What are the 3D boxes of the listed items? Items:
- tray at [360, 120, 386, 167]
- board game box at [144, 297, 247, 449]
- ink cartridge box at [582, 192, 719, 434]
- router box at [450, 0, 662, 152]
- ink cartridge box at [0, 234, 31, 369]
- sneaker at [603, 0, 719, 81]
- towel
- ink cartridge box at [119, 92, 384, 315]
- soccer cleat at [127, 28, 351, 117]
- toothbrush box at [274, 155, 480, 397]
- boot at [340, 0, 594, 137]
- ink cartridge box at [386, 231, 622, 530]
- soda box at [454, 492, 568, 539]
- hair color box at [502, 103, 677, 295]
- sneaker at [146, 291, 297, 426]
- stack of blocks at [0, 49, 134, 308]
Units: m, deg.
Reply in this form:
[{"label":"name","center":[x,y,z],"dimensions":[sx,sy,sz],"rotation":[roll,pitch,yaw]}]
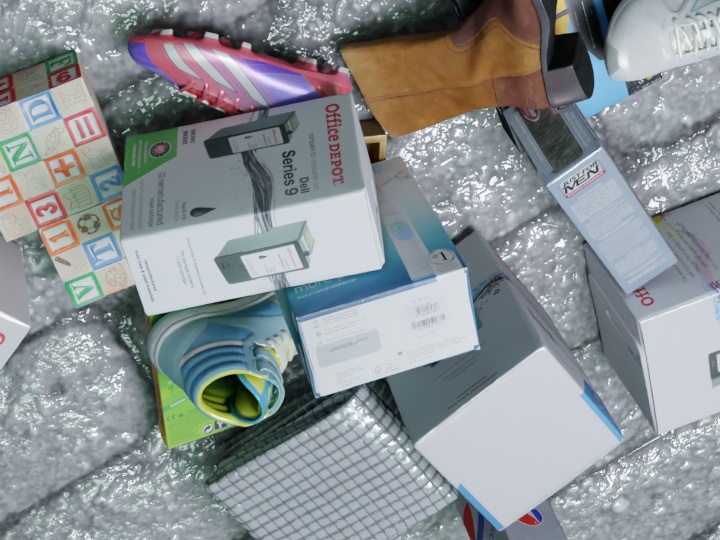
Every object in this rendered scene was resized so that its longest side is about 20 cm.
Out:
[{"label":"tray","center":[-0.077,-0.075,1.367],"dimensions":[0.197,0.037,0.100],"rotation":[-6,122,-13]},{"label":"board game box","center":[-0.148,0.070,1.419],"dimensions":[0.095,0.030,0.202],"rotation":[-17,131,-21]},{"label":"ink cartridge box","center":[0.340,0.033,1.491],"dimensions":[0.198,0.147,0.147],"rotation":[-20,124,-4]},{"label":"router box","center":[0.165,-0.223,1.341],"dimensions":[0.148,0.051,0.201],"rotation":[-28,125,2]},{"label":"ink cartridge box","center":[-0.395,0.021,1.261],"dimensions":[0.199,0.145,0.148],"rotation":[32,108,-30]},{"label":"sneaker","center":[0.287,-0.213,1.322],"dimensions":[0.199,0.080,0.071],"rotation":[-28,121,-34]},{"label":"towel","center":[-0.027,0.194,1.479],"dimensions":[0.199,0.086,0.166],"rotation":[-32,117,20]},{"label":"ink cartridge box","center":[-0.088,-0.057,1.245],"dimensions":[0.197,0.147,0.085],"rotation":[-12,130,3]},{"label":"soccer cleat","center":[-0.101,-0.153,1.287],"dimensions":[0.198,0.067,0.077],"rotation":[9,96,-23]},{"label":"toothbrush box","center":[0.000,0.000,1.294],"dimensions":[0.145,0.201,0.086],"rotation":[-16,123,-6]},{"label":"boot","center":[0.077,-0.204,1.281],"dimensions":[0.198,0.069,0.189],"rotation":[-6,138,27]},{"label":"ink cartridge box","center":[0.118,0.099,1.421],"dimensions":[0.146,0.201,0.147],"rotation":[-38,123,9]},{"label":"soda box","center":[0.145,0.244,1.524],"dimensions":[0.067,0.201,0.064],"rotation":[6,120,-19]},{"label":"hair color box","center":[0.208,-0.073,1.370],"dimensions":[0.060,0.100,0.200],"rotation":[-33,139,10]},{"label":"sneaker","center":[-0.077,0.079,1.364],"dimensions":[0.198,0.131,0.080],"rotation":[-17,128,-23]},{"label":"stack of blocks","center":[-0.255,-0.070,1.301],"dimensions":[0.114,0.059,0.201],"rotation":[-22,124,-3]}]
